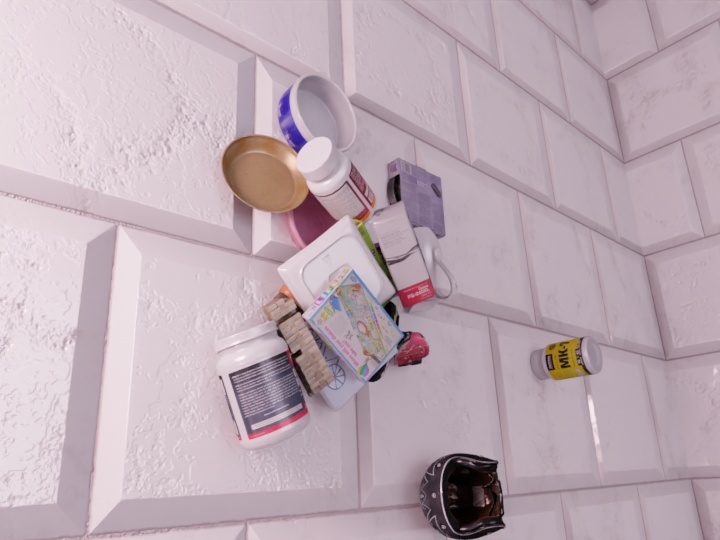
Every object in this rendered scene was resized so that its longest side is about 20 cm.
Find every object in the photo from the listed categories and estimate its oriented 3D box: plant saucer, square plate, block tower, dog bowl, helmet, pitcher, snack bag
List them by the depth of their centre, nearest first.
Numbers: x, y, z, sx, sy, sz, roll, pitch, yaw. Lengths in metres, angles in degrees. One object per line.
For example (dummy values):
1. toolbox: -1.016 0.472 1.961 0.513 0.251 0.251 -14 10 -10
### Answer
1. block tower: -0.120 0.148 1.138 0.053 0.057 0.204 -31 100 -22
2. square plate: -0.041 0.022 1.195 0.199 0.028 0.201 -38 103 -21
3. snack bag: -0.035 0.157 1.218 0.199 0.021 0.191 -40 102 -21
4. plant saucer: -0.206 -0.201 1.246 0.195 0.036 0.205 13 56 -20
5. helmet: 0.229 0.516 1.328 0.200 0.185 0.207 -5 90 -82
6. plant saucer: -0.098 -0.110 1.341 0.197 0.050 0.206 19 61 -39
7. dog bowl: -0.103 -0.369 1.414 0.197 0.078 0.206 19 61 -39
8. pitcher: 0.173 -0.010 1.485 0.119 0.170 0.206 -1 76 -38

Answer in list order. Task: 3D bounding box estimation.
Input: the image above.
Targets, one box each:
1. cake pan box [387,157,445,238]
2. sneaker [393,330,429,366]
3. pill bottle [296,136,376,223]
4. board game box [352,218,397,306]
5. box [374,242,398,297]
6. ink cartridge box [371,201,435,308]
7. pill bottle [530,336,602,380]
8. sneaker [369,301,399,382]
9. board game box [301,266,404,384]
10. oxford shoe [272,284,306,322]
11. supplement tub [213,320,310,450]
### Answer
1. cake pan box: 0.158 -0.199 1.630 0.197 0.052 0.190 15 63 -41
2. sneaker: 0.112 0.175 1.365 0.078 0.201 0.077 -6 73 -6
3. pill bottle: -0.051 -0.189 1.264 0.200 0.107 0.112 48 44 -47
4. board game box: 0.000 0.000 1.287 0.101 0.047 0.203 -41 121 -21
5. box: 0.025 0.011 1.388 0.197 0.038 0.141 -17 111 -47
6. ink cartridge box: 0.097 -0.041 1.317 0.146 0.081 0.205 -84 154 -73
7. pill bottle: 0.645 0.282 1.823 0.112 0.198 0.118 18 61 -38
8. sneaker: 0.061 0.171 1.376 0.083 0.070 0.205 44 56 -52
9. board game box: -0.011 0.112 1.173 0.135 0.034 0.201 -47 119 -17
10. oxford shoe: -0.116 0.125 1.233 0.200 0.071 0.073 46 67 -16
11. supplement tub: -0.183 0.210 1.068 0.138 0.139 0.205 -16 86 -46
